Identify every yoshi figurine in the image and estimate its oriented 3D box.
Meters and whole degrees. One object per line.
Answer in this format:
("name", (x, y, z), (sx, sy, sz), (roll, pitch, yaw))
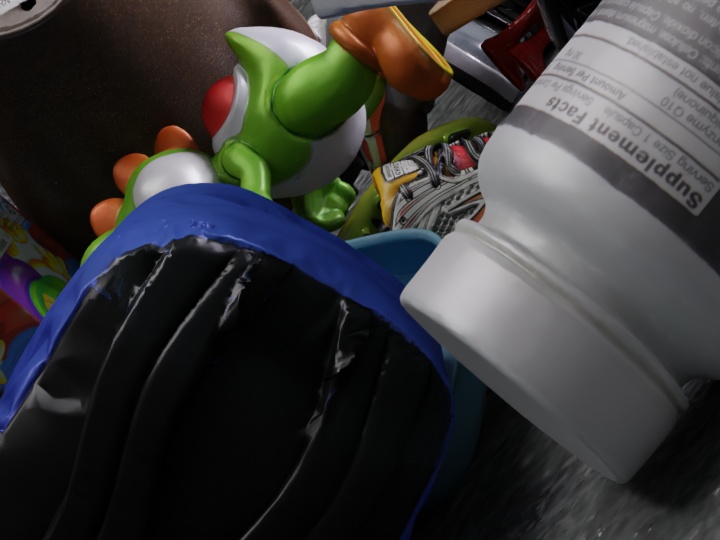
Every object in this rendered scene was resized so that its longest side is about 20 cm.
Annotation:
("yoshi figurine", (-0.037, -0.034, 1.059), (0.200, 0.112, 0.112), (-41, 38, 6))

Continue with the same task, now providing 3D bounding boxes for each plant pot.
("plant pot", (-0.133, -0.113, 1.127), (0.187, 0.187, 0.200), (-51, -27, -5))

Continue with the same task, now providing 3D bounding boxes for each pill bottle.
("pill bottle", (0.110, -0.038, 0.723), (0.200, 0.113, 0.113), (-51, 11, -4))

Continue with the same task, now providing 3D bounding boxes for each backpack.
("backpack", (-0.064, 0.068, 0.831), (0.201, 0.162, 0.168), (-61, 10, 14))

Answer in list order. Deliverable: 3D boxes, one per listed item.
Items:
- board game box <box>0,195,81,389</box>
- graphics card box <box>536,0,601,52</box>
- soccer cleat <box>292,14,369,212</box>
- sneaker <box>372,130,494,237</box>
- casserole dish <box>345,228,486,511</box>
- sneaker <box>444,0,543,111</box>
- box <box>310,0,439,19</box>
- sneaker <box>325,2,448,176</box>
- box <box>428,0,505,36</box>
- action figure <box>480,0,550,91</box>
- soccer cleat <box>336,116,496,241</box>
("board game box", (-0.148, 0.073, 1.140), (0.103, 0.200, 0.105), (-46, 11, 15))
("graphics card box", (0.139, -0.119, 0.913), (0.125, 0.051, 0.200), (-18, 13, 2))
("soccer cleat", (-0.010, -0.120, 1.236), (0.201, 0.086, 0.070), (-60, -5, 16))
("sneaker", (0.051, -0.030, 1.010), (0.200, 0.082, 0.078), (-47, 11, 9))
("casserole dish", (-0.004, 0.050, 0.941), (0.200, 0.039, 0.122), (-13, 64, 57))
("sneaker", (0.092, -0.169, 1.328), (0.121, 0.083, 0.200), (-57, 8, 15))
("box", (0.093, -0.193, 0.873), (0.200, 0.131, 0.199), (-26, 17, -35))
("sneaker", (0.025, -0.121, 1.154), (0.082, 0.201, 0.077), (-16, 34, -7))
("box", (0.140, -0.195, 1.100), (0.200, 0.021, 0.164), (-27, 13, 40))
("action figure", (0.152, -0.168, 1.163), (0.200, 0.052, 0.065), (-46, 16, -6))
("soccer cleat", (-0.001, 0.000, 1.147), (0.200, 0.065, 0.084), (-53, 22, -8))
